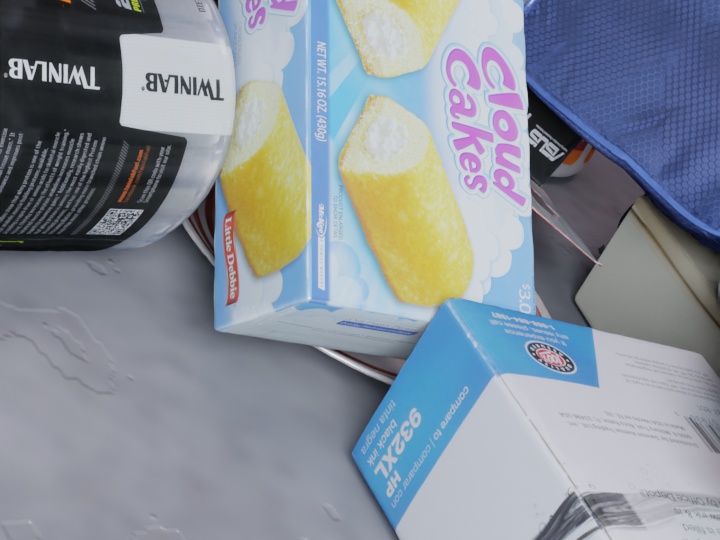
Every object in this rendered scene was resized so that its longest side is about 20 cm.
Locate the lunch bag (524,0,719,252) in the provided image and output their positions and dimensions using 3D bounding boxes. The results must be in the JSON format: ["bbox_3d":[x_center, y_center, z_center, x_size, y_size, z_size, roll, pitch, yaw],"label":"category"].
[{"bbox_3d":[0.177,-0.093,0.898,0.200,0.136,0.132,47,11,31],"label":"lunch bag"}]

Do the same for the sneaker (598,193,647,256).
[{"bbox_3d":[0.216,-0.020,1.044,0.070,0.082,0.199,45,24,28],"label":"sneaker"}]

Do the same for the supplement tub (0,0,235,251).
[{"bbox_3d":[-0.152,-0.068,0.673,0.199,0.123,0.123,-1,39,-49],"label":"supplement tub"}]

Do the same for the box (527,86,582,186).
[{"bbox_3d":[0.005,-0.147,0.955,0.200,0.048,0.193,48,8,39],"label":"box"}]

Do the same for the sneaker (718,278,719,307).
[{"bbox_3d":[0.176,0.028,0.774,0.084,0.073,0.200,16,11,29],"label":"sneaker"}]

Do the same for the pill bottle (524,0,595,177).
[{"bbox_3d":[0.132,-0.163,1.076,0.109,0.201,0.110,25,25,-12],"label":"pill bottle"}]

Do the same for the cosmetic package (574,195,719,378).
[{"bbox_3d":[0.193,0.057,0.891,0.103,0.073,0.200,14,29,-30],"label":"cosmetic package"}]

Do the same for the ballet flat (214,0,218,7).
[{"bbox_3d":[-0.067,-0.108,0.782,0.201,0.072,0.072,52,24,-6],"label":"ballet flat"}]

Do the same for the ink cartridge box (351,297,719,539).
[{"bbox_3d":[0.106,0.112,0.673,0.144,0.084,0.200,14,29,-37],"label":"ink cartridge box"}]

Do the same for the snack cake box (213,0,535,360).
[{"bbox_3d":[0.006,-0.071,0.740,0.114,0.067,0.202,9,72,-36],"label":"snack cake box"}]

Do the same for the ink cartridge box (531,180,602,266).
[{"bbox_3d":[0.022,-0.069,0.945,0.200,0.050,0.161,41,9,-14],"label":"ink cartridge box"}]

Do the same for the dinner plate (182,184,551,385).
[{"bbox_3d":[0.000,0.000,0.837,0.199,0.024,0.201,25,24,-12],"label":"dinner plate"}]
